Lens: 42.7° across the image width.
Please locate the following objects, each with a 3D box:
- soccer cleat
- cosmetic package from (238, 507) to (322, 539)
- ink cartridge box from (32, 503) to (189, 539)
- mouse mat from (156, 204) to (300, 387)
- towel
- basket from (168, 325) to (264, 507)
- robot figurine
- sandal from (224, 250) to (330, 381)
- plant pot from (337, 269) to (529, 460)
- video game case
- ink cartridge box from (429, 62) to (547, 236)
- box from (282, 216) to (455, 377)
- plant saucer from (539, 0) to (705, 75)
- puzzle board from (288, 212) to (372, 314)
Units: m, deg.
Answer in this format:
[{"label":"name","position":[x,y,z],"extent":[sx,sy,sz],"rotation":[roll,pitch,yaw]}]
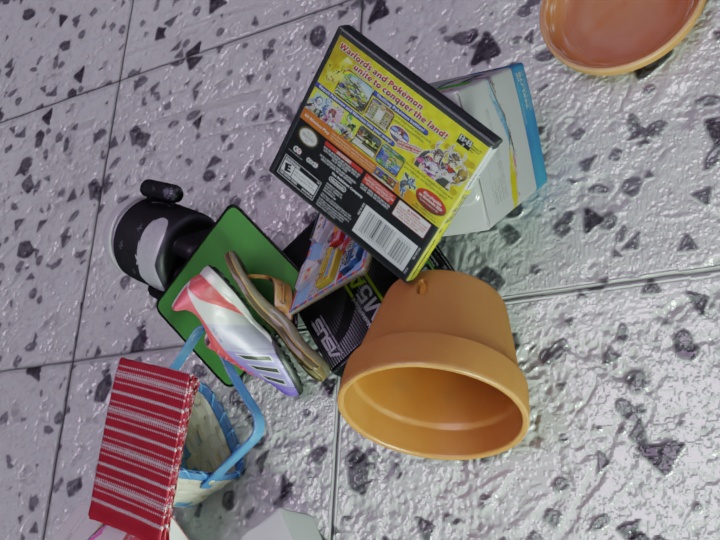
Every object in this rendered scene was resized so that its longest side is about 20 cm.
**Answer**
[{"label":"soccer cleat","position":[-0.147,0.088,1.129],"extent":[0.073,0.200,0.068],"rotation":[-40,19,-10]},{"label":"cosmetic package","position":[-0.070,0.381,1.028],"extent":[0.101,0.071,0.201],"rotation":[-40,54,13]},{"label":"ink cartridge box","position":[-0.303,0.356,1.156],"extent":[0.199,0.117,0.068],"rotation":[-5,35,31]},{"label":"mouse mat","position":[-0.168,0.035,1.200],"extent":[0.161,0.008,0.200],"rotation":[45,112,10]},{"label":"towel","position":[-0.257,0.211,1.086],"extent":[0.144,0.022,0.202],"rotation":[6,83,38]},{"label":"basket","position":[-0.211,0.195,1.157],"extent":[0.200,0.139,0.177],"rotation":[-49,52,18]},{"label":"robot figurine","position":[-0.275,-0.036,1.308],"extent":[0.199,0.125,0.151],"rotation":[19,79,37]},{"label":"sandal","position":[-0.095,0.049,1.129],"extent":[0.054,0.080,0.200],"rotation":[-40,71,-8]},{"label":"plant pot","position":[0.085,0.095,0.983],"extent":[0.199,0.200,0.141],"rotation":[-11,48,29]},{"label":"video game case","position":[0.019,-0.116,0.938],"extent":[0.200,0.025,0.181],"rotation":[39,122,13]},{"label":"ink cartridge box","position":[0.098,-0.132,1.023],"extent":[0.146,0.200,0.147],"rotation":[-7,106,31]},{"label":"box","position":[0.000,0.000,1.156],"extent":[0.193,0.047,0.201],"rotation":[-41,54,12]},{"label":"plant saucer","position":[0.311,-0.317,1.090],"extent":[0.199,0.037,0.202],"rotation":[-13,65,29]},{"label":"puzzle board","position":[-0.020,-0.054,1.094],"extent":[0.150,0.017,0.201],"rotation":[-30,35,46]}]
